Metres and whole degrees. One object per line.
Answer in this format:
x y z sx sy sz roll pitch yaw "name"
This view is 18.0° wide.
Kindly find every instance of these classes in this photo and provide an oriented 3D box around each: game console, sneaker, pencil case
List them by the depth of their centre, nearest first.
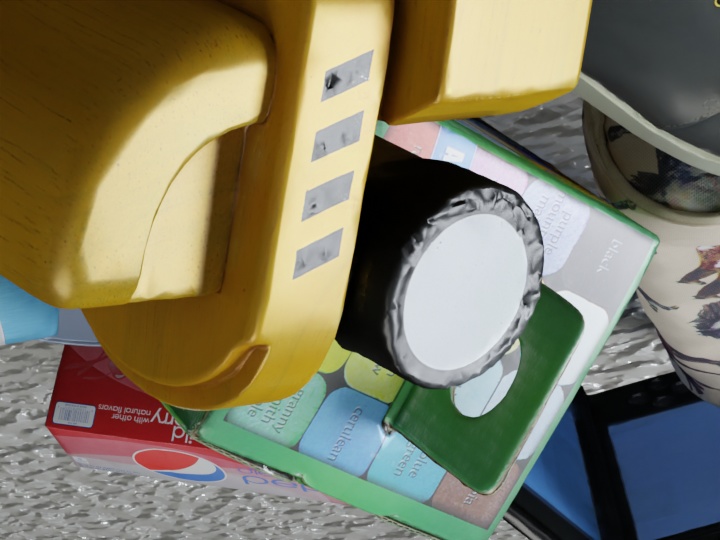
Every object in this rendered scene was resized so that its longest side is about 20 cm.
0.106 -0.086 0.658 0.198 0.075 0.106 19 159 -17 "sneaker"
0.137 -0.016 0.818 0.089 0.078 0.200 -9 154 14 "pencil case"
0.108 0.048 0.916 0.174 0.200 0.117 -16 110 5 "game console"

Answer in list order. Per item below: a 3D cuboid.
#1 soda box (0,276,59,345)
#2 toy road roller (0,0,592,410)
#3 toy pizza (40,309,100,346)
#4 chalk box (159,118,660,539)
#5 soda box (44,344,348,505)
-0.196 -0.005 0.737 0.199 0.068 0.064 -9 -157 -36 "soda box"
-0.031 -0.063 0.573 0.145 0.202 0.123 -6 -156 -41 "toy road roller"
-0.143 -0.025 0.986 0.198 0.032 0.201 8 152 4 "toy pizza"
0.000 0.000 0.744 0.123 0.125 0.200 26 -172 -33 "chalk box"
-0.053 0.074 1.156 0.198 0.064 0.070 7 158 12 "soda box"
